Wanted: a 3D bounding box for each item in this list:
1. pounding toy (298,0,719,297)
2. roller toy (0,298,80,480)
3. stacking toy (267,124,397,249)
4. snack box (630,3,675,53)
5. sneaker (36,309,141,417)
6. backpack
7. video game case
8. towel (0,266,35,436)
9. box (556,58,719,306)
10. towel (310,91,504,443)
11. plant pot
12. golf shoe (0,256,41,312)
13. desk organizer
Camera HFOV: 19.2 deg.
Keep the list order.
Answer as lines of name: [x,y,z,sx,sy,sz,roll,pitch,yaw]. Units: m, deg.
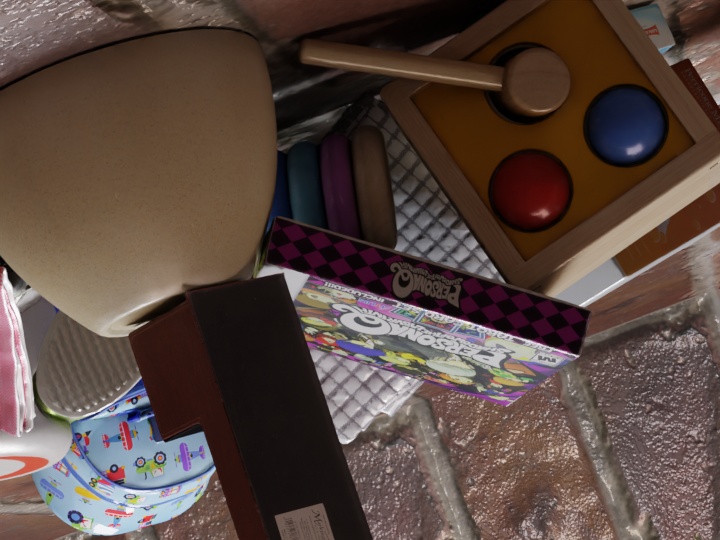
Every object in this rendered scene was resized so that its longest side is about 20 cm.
pounding toy: [0.097,-0.097,1.329,0.184,0.200,0.142,-35,170,2]
roller toy: [-0.306,0.079,1.530,0.200,0.140,0.182,0,165,-39]
stacking toy: [-0.079,-0.040,1.373,0.200,0.086,0.085,-7,170,3]
snack box: [0.129,-0.129,1.555,0.116,0.037,0.200,-17,170,-26]
sneaker: [-0.154,0.017,1.462,0.201,0.073,0.114,-56,-175,-12]
backpack: [-0.186,0.102,1.705,0.182,0.200,0.134,-12,169,-35]
video game case: [0.025,0.029,1.337,0.200,0.036,0.181,17,165,-7]
towel: [-0.304,0.045,1.300,0.200,0.030,0.147,1,136,3]
box: [0.190,-0.059,1.575,0.200,0.125,0.097,-27,174,-44]
towel: [0.000,0.000,1.477,0.200,0.166,0.086,-47,-164,10]
plant pot: [-0.130,-0.039,1.255,0.200,0.135,0.200,-20,170,-4]
golf shoe: [-0.276,0.021,1.394,0.200,0.078,0.094,-19,164,4]
desk organizer: [-0.061,0.111,1.234,0.072,0.200,0.077,-12,170,-40]
